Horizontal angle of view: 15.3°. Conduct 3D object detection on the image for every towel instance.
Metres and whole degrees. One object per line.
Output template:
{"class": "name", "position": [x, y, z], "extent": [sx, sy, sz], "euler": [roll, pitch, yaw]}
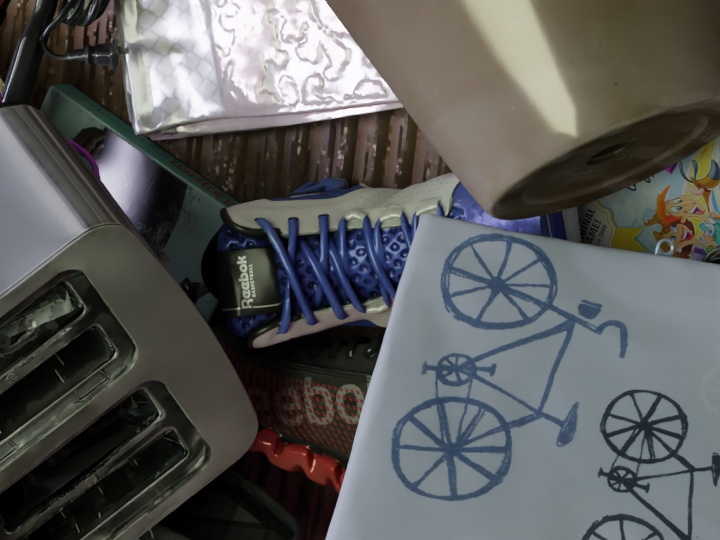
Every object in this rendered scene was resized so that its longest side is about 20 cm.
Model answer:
{"class": "towel", "position": [-0.046, -0.170, 1.302], "extent": [0.190, 0.032, 0.201], "euler": [-7, 93, 31]}

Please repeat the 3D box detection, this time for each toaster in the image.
{"class": "toaster", "position": [-0.157, 0.041, 1.207], "extent": [0.200, 0.181, 0.119], "euler": [-37, 47, -7]}

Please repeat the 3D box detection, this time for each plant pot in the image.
{"class": "plant pot", "position": [0.075, -0.124, 1.126], "extent": [0.200, 0.200, 0.174], "euler": [-30, 75, 30]}

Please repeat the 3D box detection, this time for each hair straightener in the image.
{"class": "hair straightener", "position": [-0.145, -0.131, 1.326], "extent": [0.077, 0.041, 0.200], "euler": [28, 100, -2]}

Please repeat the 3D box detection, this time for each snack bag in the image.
{"class": "snack bag", "position": [0.099, 0.061, 1.085], "extent": [0.199, 0.189, 0.021], "euler": [9, 140, 9]}

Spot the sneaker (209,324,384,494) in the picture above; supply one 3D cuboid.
{"class": "sneaker", "position": [-0.006, 0.062, 1.282], "extent": [0.200, 0.071, 0.098], "euler": [29, 102, 29]}

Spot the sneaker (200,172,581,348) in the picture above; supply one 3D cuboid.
{"class": "sneaker", "position": [-0.001, 0.000, 1.225], "extent": [0.199, 0.115, 0.081], "euler": [-3, 101, 43]}

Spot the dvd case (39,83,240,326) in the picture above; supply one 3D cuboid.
{"class": "dvd case", "position": [-0.142, 0.025, 1.387], "extent": [0.146, 0.022, 0.200], "euler": [35, 113, 23]}

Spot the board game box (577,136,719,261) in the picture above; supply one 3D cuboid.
{"class": "board game box", "position": [0.183, -0.057, 1.173], "extent": [0.134, 0.034, 0.200], "euler": [39, 113, 22]}

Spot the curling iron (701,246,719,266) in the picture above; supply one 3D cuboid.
{"class": "curling iron", "position": [0.112, 0.020, 1.180], "extent": [0.200, 0.026, 0.050], "euler": [-21, 108, 29]}

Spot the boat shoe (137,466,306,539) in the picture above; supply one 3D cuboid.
{"class": "boat shoe", "position": [-0.090, 0.107, 1.286], "extent": [0.200, 0.070, 0.066], "euler": [36, 142, 42]}

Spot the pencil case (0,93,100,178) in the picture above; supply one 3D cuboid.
{"class": "pencil case", "position": [-0.197, 0.020, 1.313], "extent": [0.092, 0.085, 0.200], "euler": [48, 120, 44]}

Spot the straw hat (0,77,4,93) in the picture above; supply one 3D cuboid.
{"class": "straw hat", "position": [-0.264, -0.048, 1.408], "extent": [0.200, 0.085, 0.202], "euler": [0, 94, 1]}
